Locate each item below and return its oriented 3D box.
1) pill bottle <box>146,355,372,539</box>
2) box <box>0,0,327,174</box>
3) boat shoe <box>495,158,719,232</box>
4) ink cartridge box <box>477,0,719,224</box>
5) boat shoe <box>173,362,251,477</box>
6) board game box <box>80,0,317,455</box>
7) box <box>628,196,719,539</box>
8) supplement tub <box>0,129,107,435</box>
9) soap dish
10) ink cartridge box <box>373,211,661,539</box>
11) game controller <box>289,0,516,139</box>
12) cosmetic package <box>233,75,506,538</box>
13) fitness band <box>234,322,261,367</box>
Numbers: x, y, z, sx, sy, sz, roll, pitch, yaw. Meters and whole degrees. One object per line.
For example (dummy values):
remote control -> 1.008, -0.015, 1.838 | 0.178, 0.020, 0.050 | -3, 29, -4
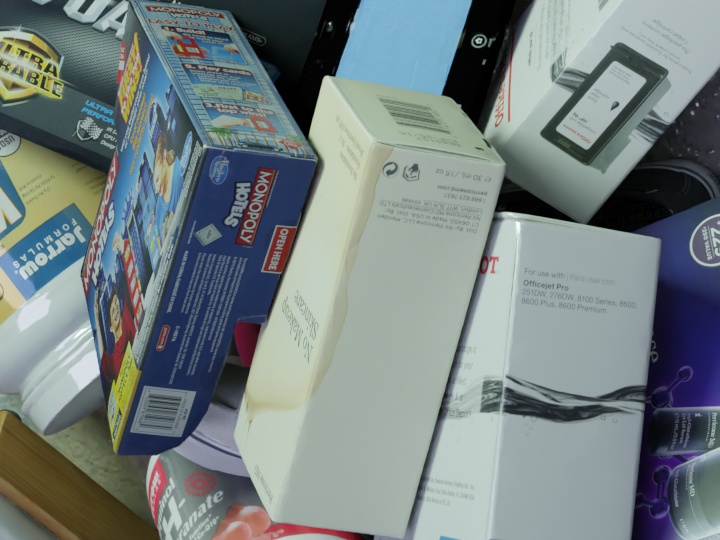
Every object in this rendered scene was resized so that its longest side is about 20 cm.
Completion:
pill bottle -> -0.058, 0.138, 1.651 | 0.111, 0.110, 0.200 | -65, 28, 26
box -> -0.122, -0.133, 1.625 | 0.199, 0.046, 0.160 | 24, 102, -11
boat shoe -> 0.099, -0.011, 1.596 | 0.199, 0.066, 0.070 | -11, 99, 30
ink cartridge box -> 0.124, -0.108, 1.519 | 0.068, 0.116, 0.200 | 31, 121, -15
boat shoe -> -0.030, 0.078, 1.578 | 0.199, 0.071, 0.070 | 24, 129, 18
board game box -> -0.092, -0.041, 1.548 | 0.061, 0.200, 0.201 | 6, 127, -18
box -> 0.191, 0.068, 1.480 | 0.141, 0.079, 0.201 | -22, 55, 19
supplement tub -> -0.194, -0.020, 1.708 | 0.145, 0.145, 0.200 | -43, 82, 31
soap dish -> -0.214, 0.165, 1.761 | 0.157, 0.082, 0.200 | -14, 139, 32
ink cartridge box -> 0.074, 0.076, 1.463 | 0.144, 0.084, 0.201 | -179, 95, -69
game controller -> 0.026, -0.119, 1.555 | 0.104, 0.042, 0.201 | 2, 61, 31
cosmetic package -> 0.002, 0.018, 1.454 | 0.073, 0.104, 0.201 | 9, 108, -18
fitness band -> 0.000, 0.000, 1.627 | 0.199, 0.037, 0.145 | -11, 75, 48
